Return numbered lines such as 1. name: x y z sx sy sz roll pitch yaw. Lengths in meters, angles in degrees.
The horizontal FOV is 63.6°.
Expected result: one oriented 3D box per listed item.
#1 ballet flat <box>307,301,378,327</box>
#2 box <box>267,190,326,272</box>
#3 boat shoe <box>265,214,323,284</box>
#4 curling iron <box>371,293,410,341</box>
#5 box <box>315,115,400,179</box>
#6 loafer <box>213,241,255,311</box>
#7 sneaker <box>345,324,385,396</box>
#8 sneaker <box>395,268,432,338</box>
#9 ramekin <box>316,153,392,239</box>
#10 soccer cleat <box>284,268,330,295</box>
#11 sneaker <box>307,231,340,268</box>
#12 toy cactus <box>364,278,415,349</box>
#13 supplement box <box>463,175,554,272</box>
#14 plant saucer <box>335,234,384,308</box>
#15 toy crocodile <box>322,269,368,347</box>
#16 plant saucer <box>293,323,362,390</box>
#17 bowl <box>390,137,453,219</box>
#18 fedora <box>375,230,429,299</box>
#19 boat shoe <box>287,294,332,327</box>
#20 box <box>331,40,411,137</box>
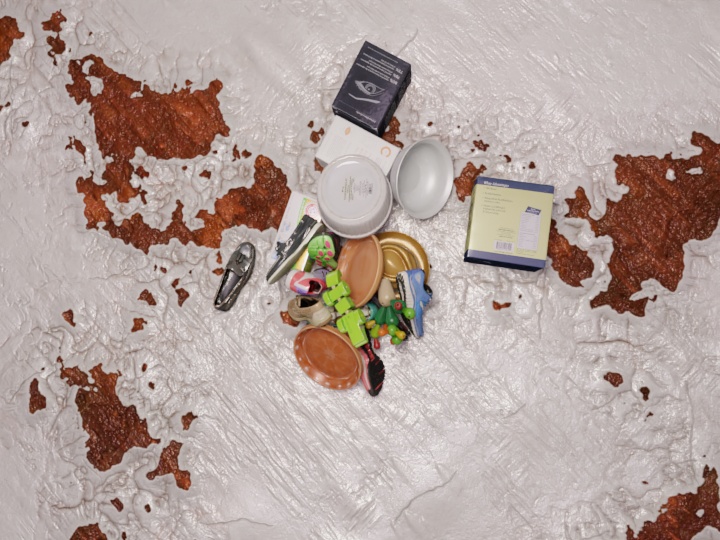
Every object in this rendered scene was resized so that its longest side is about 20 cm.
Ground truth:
1. ballet flat: -0.051 0.114 1.538 0.194 0.070 0.069 -8 85 5
2. box: -0.159 -0.093 1.545 0.099 0.113 0.205 19 86 6
3. boat shoe: -0.179 -0.057 1.451 0.066 0.075 0.200 39 90 8
4. curling iron: 0.066 0.105 1.533 0.025 0.050 0.201 -40 87 19
5. box: -0.004 -0.302 1.553 0.197 0.097 0.127 29 88 8
6. loafer: -0.343 0.017 1.579 0.070 0.063 0.204 23 88 7
7. sneaker: 0.001 0.234 1.535 0.085 0.073 0.205 -15 96 42
8. sneaker: 0.149 0.085 1.484 0.087 0.079 0.204 -18 125 -13
9. ramekin: -0.018 -0.189 1.435 0.194 0.105 0.206 -1 79 5
10. soccer cleat: -0.114 0.036 1.487 0.072 0.199 0.070 27 100 25
11. sneaker: -0.091 -0.066 1.493 0.074 0.200 0.086 10 77 2
12. toy cactus: 0.065 0.106 1.451 0.099 0.200 0.170 -4 70 -20
13. supplement box: 0.374 -0.115 1.480 0.194 0.134 0.206 8 86 6
14. plant saucer: 0.000 0.000 1.505 0.037 0.198 0.206 15 87 -33
15. toy crocodile: -0.035 0.093 1.442 0.067 0.061 0.203 -32 76 20
16. plant saucer: -0.082 0.221 1.501 0.195 0.032 0.205 14 127 19
17. bowl: 0.145 -0.243 1.517 0.197 0.090 0.207 -10 108 -34
18. fedora: 0.088 -0.011 1.527 0.194 0.082 0.207 0 86 6
19. boat shoe: -0.139 0.089 1.495 0.071 0.198 0.066 -38 114 -25
20. box: 0.032 -0.478 1.559 0.146 0.104 0.203 29 89 7
